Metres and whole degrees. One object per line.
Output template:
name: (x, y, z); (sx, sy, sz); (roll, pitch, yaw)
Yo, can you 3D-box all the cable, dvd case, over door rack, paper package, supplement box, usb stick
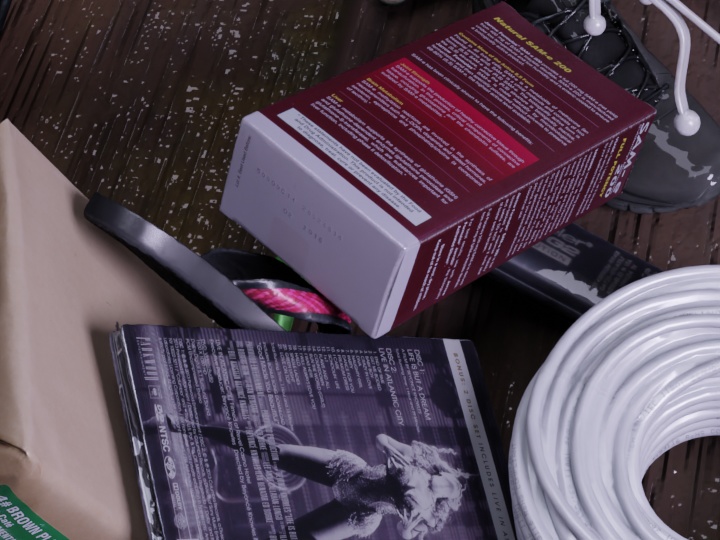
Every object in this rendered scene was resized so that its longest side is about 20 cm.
cable: (0.167, 0.096, 0.864); (0.199, 0.069, 0.200); (17, 60, 15)
dvd case: (-0.010, 0.097, 0.843); (0.199, 0.016, 0.149); (4, 61, -38)
over door rack: (0.226, -0.104, 0.989); (0.200, 0.067, 0.148); (32, 35, 17)
paper package: (-0.143, 0.066, 0.869); (0.103, 0.200, 0.191); (-23, 52, 14)
supplement box: (0.041, -0.055, 0.938); (0.109, 0.061, 0.200); (40, 45, 24)
usb stick: (0.072, -0.018, 0.981); (0.200, 0.033, 0.055); (28, 46, 14)

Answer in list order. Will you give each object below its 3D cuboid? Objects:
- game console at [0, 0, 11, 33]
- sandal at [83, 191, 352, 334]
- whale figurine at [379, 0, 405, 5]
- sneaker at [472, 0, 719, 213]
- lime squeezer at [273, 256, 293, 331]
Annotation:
game console: (-0.293, -0.165, 1.138); (0.175, 0.117, 0.200); (-22, 52, -6)
sandal: (-0.044, 0.012, 0.903); (0.075, 0.200, 0.045); (23, 76, 52)
whale figurine: (0.025, -0.251, 1.169); (0.159, 0.104, 0.201); (-15, 76, -1)
sneaker: (0.121, -0.106, 1.027); (0.076, 0.091, 0.200); (-36, 56, -18)
lime squeezer: (0.000, 0.000, 1.003); (0.200, 0.038, 0.071); (-35, 55, -16)
